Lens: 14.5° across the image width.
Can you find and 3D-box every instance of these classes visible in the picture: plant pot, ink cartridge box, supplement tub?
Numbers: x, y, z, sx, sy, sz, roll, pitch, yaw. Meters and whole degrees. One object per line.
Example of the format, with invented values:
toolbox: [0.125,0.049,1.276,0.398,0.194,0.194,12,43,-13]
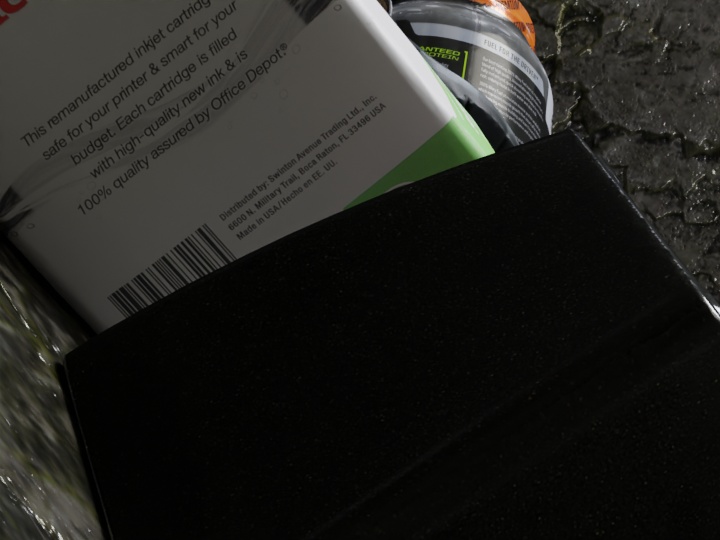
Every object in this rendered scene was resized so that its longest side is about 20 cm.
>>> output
plant pot: [0.049,0.077,0.849,0.200,0.177,0.200,48,6,-27]
ink cartridge box: [-0.063,-0.062,0.977,0.200,0.145,0.084,49,8,-27]
supplement tub: [0.030,-0.043,1.379,0.123,0.122,0.201,47,39,-39]

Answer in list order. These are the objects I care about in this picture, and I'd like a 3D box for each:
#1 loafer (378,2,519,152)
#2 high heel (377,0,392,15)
loafer: [0.009,-0.068,1.199,0.200,0.073,0.072,52,-4,-34]
high heel: [-0.034,-0.066,1.275,0.071,0.142,0.200,50,6,-21]
